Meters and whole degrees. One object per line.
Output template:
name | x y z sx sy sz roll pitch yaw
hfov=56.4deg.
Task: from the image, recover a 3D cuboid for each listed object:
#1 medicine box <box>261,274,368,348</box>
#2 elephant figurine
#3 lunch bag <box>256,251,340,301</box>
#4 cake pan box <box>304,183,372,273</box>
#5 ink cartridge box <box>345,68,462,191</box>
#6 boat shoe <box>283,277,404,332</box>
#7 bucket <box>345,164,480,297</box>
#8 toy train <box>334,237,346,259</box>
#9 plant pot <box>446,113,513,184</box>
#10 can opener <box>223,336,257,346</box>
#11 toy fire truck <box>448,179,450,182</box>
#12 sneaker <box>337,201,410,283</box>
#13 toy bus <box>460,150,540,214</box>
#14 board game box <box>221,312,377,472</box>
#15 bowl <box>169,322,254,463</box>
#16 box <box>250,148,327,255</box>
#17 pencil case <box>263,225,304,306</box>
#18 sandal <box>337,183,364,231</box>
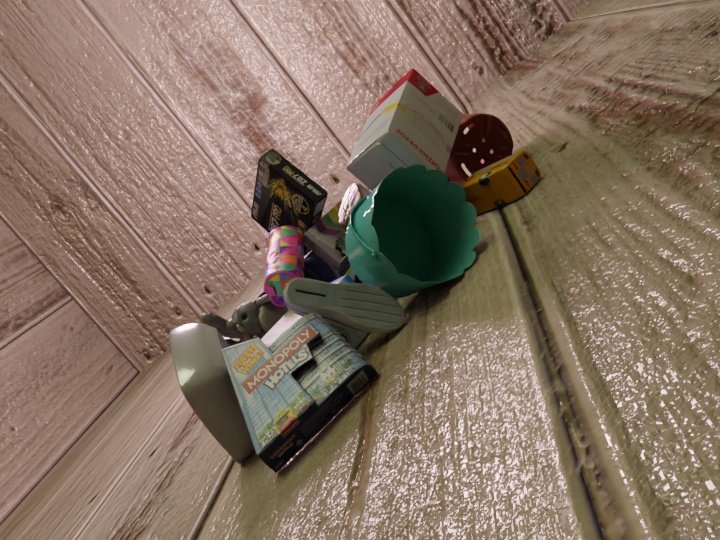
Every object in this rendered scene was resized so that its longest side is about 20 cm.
medicine box | -0.092 0.125 1.194 0.200 0.103 0.181 -48 13 -34
elephant figurine | -0.193 0.108 1.357 0.141 0.201 0.156 -35 11 21
lunch bag | -0.131 0.059 1.515 0.199 0.137 0.132 -33 8 25
cake pan box | 0.009 -0.065 1.427 0.184 0.199 0.053 -43 -20 -21
ink cartridge box | 0.087 -0.253 1.317 0.144 0.145 0.202 -32 28 46
boat shoe | -0.027 0.057 1.087 0.067 0.196 0.075 105 -177 -66
bucket | 0.078 -0.058 1.103 0.207 0.208 0.134 -46 7 -30
toy train | 0.000 0.000 1.311 0.034 0.046 0.201 -30 46 -7
plant pot | 0.221 -0.256 1.466 0.200 0.202 0.195 -42 19 -11
can opener | -0.224 0.164 1.451 0.196 0.054 0.067 -12 24 -2
toy fire truck | 0.100 -0.059 1.297 0.199 0.130 0.175 -34 6 -26
sneaker | 0.043 -0.045 1.233 0.201 0.083 0.072 -50 -2 5
toy bus | 0.244 -0.157 1.268 0.078 0.065 0.199 -44 10 -22
board game box | -0.111 0.150 0.988 0.200 0.062 0.199 -42 47 -11
bowl | -0.226 0.185 1.094 0.074 0.202 0.200 -31 33 -4
box | -0.158 -0.141 1.454 0.049 0.161 0.201 -40 -15 -34
pencil case | -0.153 -0.013 1.350 0.088 0.088 0.201 -37 27 14
sandal | 0.008 -0.098 1.375 0.081 0.053 0.201 -51 43 21
